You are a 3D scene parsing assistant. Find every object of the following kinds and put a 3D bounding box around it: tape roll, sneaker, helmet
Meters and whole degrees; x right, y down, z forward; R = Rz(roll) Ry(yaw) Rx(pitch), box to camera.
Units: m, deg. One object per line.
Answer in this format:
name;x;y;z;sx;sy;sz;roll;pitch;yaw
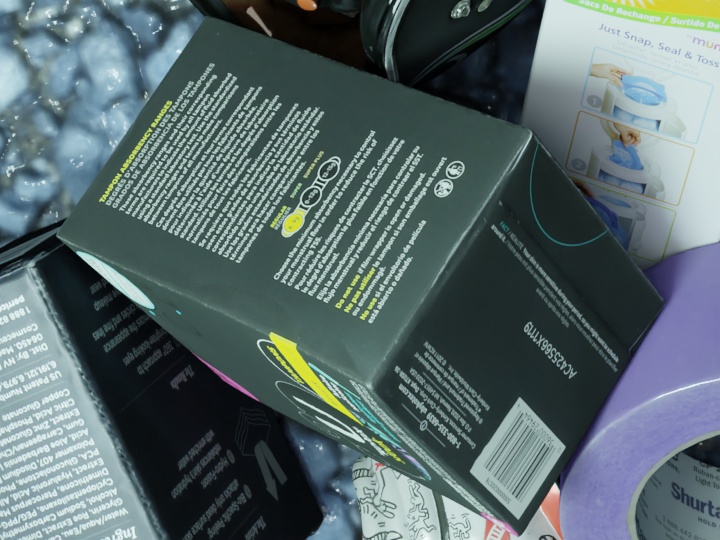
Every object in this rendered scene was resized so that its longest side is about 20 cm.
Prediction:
tape roll;0.191;0.083;1.189;0.200;0.085;0.200;3;135;3
sneaker;0.071;0.155;1.271;0.108;0.067;0.201;-33;71;17
helmet;0.014;-0.187;1.161;0.200;0.200;0.191;37;75;3

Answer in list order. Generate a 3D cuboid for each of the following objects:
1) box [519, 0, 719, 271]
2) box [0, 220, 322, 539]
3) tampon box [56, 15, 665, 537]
box;0.137;-0.107;1.148;0.101;0.113;0.200;19;140;8
box;-0.129;0.083;1.245;0.117;0.197;0.200;-24;96;17
tampon box;0.000;0.000;1.140;0.200;0.150;0.126;24;75;41
